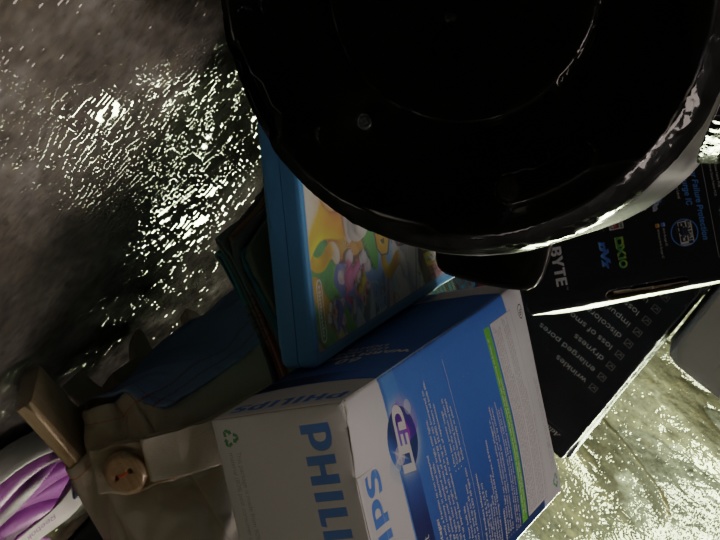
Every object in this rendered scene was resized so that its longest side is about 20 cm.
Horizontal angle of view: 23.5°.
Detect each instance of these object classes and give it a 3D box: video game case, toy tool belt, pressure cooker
[{"bbox_3d":[0.006,-0.052,0.750,0.200,0.018,0.145,-29,115,-65],"label":"video game case"},{"bbox_3d":[-0.071,0.057,0.808,0.125,0.123,0.200,-42,-178,32],"label":"toy tool belt"},{"bbox_3d":[0.057,-0.098,0.620,0.175,0.179,0.200,-37,174,14],"label":"pressure cooker"}]

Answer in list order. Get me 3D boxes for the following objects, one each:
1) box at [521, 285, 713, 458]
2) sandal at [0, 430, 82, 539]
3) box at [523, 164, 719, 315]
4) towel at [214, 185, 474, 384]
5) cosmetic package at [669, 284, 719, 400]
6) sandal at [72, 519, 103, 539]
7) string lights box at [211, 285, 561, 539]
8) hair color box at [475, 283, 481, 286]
[{"bbox_3d":[0.128,-0.021,1.141,0.124,0.200,0.197,-40,167,-46],"label":"box"},{"bbox_3d":[-0.152,0.114,0.830,0.083,0.050,0.202,-55,169,26],"label":"sandal"},{"bbox_3d":[0.150,-0.096,0.733,0.197,0.202,0.050,-12,177,13],"label":"box"},{"bbox_3d":[0.000,0.000,0.790,0.022,0.148,0.200,-8,-152,25],"label":"towel"},{"bbox_3d":[0.316,0.047,1.062,0.165,0.199,0.165,-53,172,8],"label":"cosmetic package"},{"bbox_3d":[-0.202,0.232,1.072,0.200,0.043,0.076,-50,170,-3],"label":"sandal"},{"bbox_3d":[0.020,0.078,0.714,0.058,0.104,0.200,-9,-172,25],"label":"string lights box"},{"bbox_3d":[0.012,0.103,0.998,0.200,0.063,0.112,-54,152,-35],"label":"hair color box"}]
